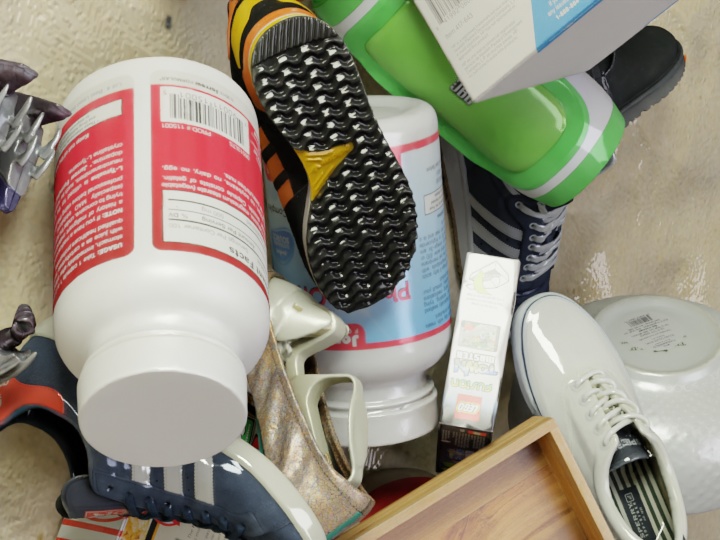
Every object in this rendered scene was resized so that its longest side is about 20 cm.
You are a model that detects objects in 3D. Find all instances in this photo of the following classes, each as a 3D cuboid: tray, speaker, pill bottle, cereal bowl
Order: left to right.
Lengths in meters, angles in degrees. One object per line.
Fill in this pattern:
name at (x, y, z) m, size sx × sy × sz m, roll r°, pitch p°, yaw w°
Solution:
pill bottle at (-0.104, -0.004, 1.244) m, size 0.112 × 0.112 × 0.201 m, roll 49°, pitch 28°, yaw -46°
pill bottle at (0.000, 0.000, 1.460) m, size 0.109 × 0.108 × 0.201 m, roll -23°, pitch 112°, yaw -51°
tray at (0.051, 0.180, 1.439) m, size 0.199 × 0.037 × 0.099 m, roll -30°, pitch 98°, yaw -18°
speaker at (0.067, -0.129, 1.483) m, size 0.200 × 0.088 × 0.089 m, roll 39°, pitch 59°, yaw -15°
cereal bowl at (0.204, 0.078, 1.670) m, size 0.200 × 0.199 × 0.084 m, roll -42°, pitch 143°, yaw -43°

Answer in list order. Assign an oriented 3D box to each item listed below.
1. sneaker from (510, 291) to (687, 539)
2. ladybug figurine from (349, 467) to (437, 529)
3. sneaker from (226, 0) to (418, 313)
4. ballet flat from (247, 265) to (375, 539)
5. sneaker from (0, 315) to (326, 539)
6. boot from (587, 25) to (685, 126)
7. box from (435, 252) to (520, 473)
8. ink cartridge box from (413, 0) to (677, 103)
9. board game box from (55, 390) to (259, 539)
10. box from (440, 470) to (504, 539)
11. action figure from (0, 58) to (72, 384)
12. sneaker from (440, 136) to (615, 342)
sneaker at (0.163, 0.101, 1.555) m, size 0.073 × 0.071 × 0.201 m, roll -24°, pitch 82°, yaw -19°
ladybug figurine at (0.030, 0.200, 1.561) m, size 0.200 × 0.072 × 0.137 m, roll -18°, pitch 109°, yaw -52°
sneaker at (-0.025, -0.073, 1.358) m, size 0.070 × 0.090 × 0.201 m, roll -25°, pitch 125°, yaw -9°
ballet flat at (-0.033, 0.062, 1.384) m, size 0.068 × 0.067 × 0.201 m, roll 28°, pitch 40°, yaw -60°
sneaker at (-0.113, 0.115, 1.287) m, size 0.085 × 0.200 × 0.075 m, roll -53°, pitch 179°, yaw -23°
boot at (0.161, -0.204, 1.704) m, size 0.165 × 0.065 × 0.201 m, roll -46°, pitch 126°, yaw -43°
box at (0.075, 0.065, 1.546) m, size 0.200 × 0.035 × 0.111 m, roll 86°, pitch 14°, yaw -76°
ink cartridge box at (0.092, -0.224, 1.409) m, size 0.125 × 0.128 × 0.201 m, roll -18°, pitch 76°, yaw -49°
board game box at (-0.088, 0.150, 1.410) m, size 0.200 × 0.046 × 0.152 m, roll 43°, pitch 61°, yaw -49°
box at (0.092, 0.242, 1.554) m, size 0.200 × 0.049 × 0.200 m, roll 21°, pitch 80°, yaw -59°
action figure at (-0.210, -0.005, 1.200) m, size 0.130 × 0.069 × 0.201 m, roll 38°, pitch 67°, yaw -56°
sneaker at (0.122, -0.033, 1.626) m, size 0.070 × 0.108 × 0.201 m, roll -43°, pitch 128°, yaw -42°
